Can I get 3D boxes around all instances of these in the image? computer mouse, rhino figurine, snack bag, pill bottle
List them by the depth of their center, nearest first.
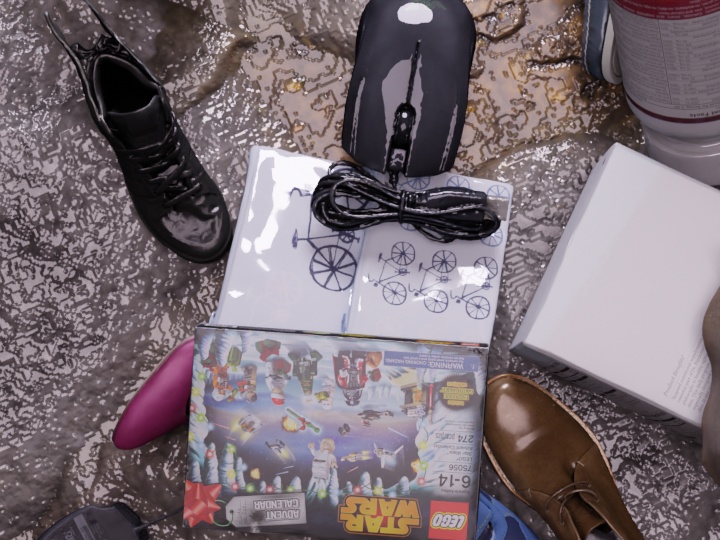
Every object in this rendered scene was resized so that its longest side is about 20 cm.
[{"bbox_3d":[0.263,0.051,1.480,0.087,0.060,0.201,1,84,11],"label":"rhino figurine"},{"bbox_3d":[0.229,-0.161,1.578,0.109,0.200,0.110,-9,44,9],"label":"pill bottle"},{"bbox_3d":[0.000,0.000,1.618,0.199,0.021,0.189,12,62,-1],"label":"snack bag"},{"bbox_3d":[0.040,-0.124,1.630,0.138,0.053,0.201,5,71,-3],"label":"computer mouse"},{"bbox_3d":[-0.148,0.176,1.636,0.199,0.034,0.059,-25,94,-9],"label":"computer mouse"}]

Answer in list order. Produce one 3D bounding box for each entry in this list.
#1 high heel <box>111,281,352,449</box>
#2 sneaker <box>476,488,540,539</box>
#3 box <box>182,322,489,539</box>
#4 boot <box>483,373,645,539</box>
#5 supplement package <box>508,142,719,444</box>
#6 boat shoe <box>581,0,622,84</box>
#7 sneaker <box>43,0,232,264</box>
[{"bbox_3d":[-0.078,0.078,1.621,0.200,0.067,0.096,-42,76,-7],"label":"high heel"},{"bbox_3d":[0.048,0.166,1.609,0.200,0.082,0.074,38,84,2],"label":"sneaker"},{"bbox_3d":[-0.016,0.111,1.550,0.199,0.040,0.137,3,94,2],"label":"box"},{"bbox_3d":[0.150,0.156,1.614,0.074,0.075,0.200,-35,85,-2],"label":"boot"},{"bbox_3d":[0.226,0.029,1.588,0.199,0.151,0.152,25,86,2],"label":"supplement package"},{"bbox_3d":[0.173,-0.230,1.647,0.062,0.075,0.201,4,80,17],"label":"boat shoe"},{"bbox_3d":[-0.155,-0.097,1.621,0.060,0.104,0.200,-29,85,-3],"label":"sneaker"}]
